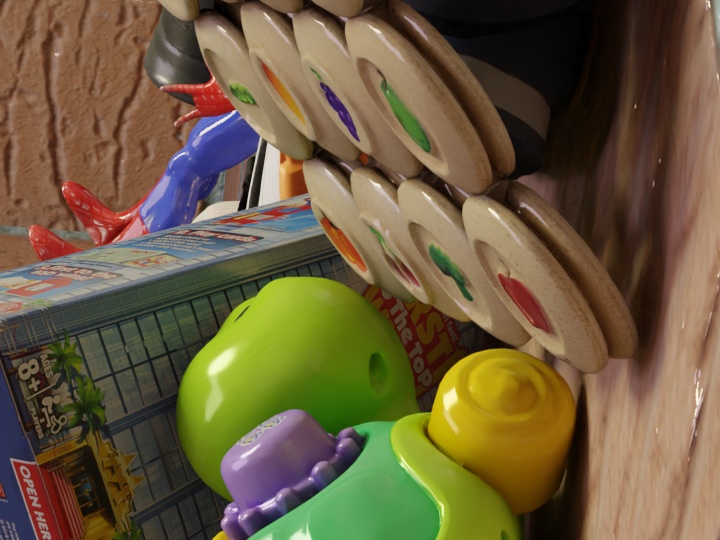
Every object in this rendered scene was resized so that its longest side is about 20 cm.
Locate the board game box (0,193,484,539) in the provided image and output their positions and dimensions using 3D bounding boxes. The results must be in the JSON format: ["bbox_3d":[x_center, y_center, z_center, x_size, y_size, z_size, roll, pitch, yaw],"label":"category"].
[{"bbox_3d":[-0.027,0.059,0.912,0.061,0.200,0.201,8,122,46],"label":"board game box"}]

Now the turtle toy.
[{"bbox_3d":[-0.002,0.085,0.788,0.146,0.100,0.201,99,173,-46],"label":"turtle toy"}]

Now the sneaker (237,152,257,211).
[{"bbox_3d":[-0.005,-0.069,1.136,0.111,0.076,0.201,-96,13,-64],"label":"sneaker"}]

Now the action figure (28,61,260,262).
[{"bbox_3d":[-0.035,-0.062,1.069,0.052,0.199,0.065,55,-155,-9],"label":"action figure"}]

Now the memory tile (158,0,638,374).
[{"bbox_3d":[-0.007,-0.045,0.739,0.154,0.017,0.200,55,170,-14],"label":"memory tile"}]

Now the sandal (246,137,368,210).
[{"bbox_3d":[-0.007,0.001,1.005,0.059,0.079,0.208,12,100,58],"label":"sandal"}]

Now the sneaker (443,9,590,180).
[{"bbox_3d":[0.031,-0.073,0.838,0.200,0.070,0.082,-167,97,-81],"label":"sneaker"}]

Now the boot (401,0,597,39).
[{"bbox_3d":[0.038,-0.129,0.644,0.200,0.076,0.169,39,145,55],"label":"boot"}]

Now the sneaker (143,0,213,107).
[{"bbox_3d":[-0.022,-0.151,1.241,0.091,0.076,0.200,101,-168,-45],"label":"sneaker"}]

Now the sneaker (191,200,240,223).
[{"bbox_3d":[-0.043,0.031,1.345,0.201,0.104,0.076,100,171,-57],"label":"sneaker"}]
